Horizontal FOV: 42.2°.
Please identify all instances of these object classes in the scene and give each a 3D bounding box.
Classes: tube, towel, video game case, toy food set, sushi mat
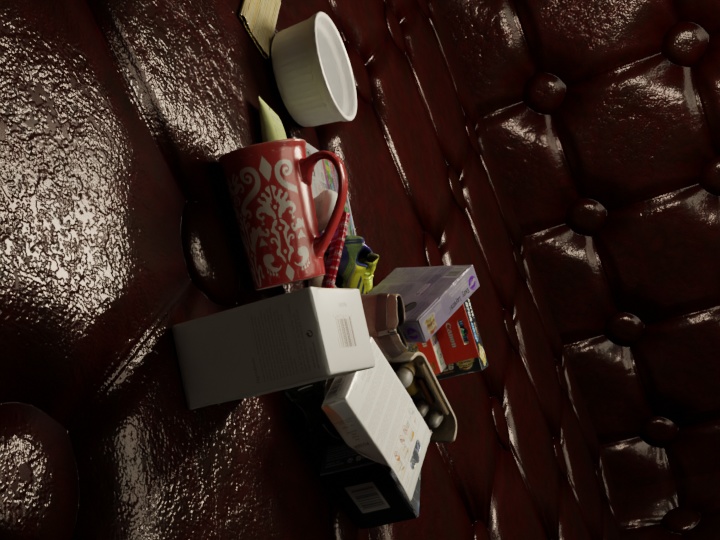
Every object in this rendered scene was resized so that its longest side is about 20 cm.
[{"bbox_3d":[-0.136,-0.186,1.542,0.058,0.052,0.201,129,-47,-58],"label":"tube"},{"bbox_3d":[-0.051,0.014,1.444,0.145,0.022,0.202,143,-40,-84],"label":"towel"},{"bbox_3d":[-0.061,-0.124,1.722,0.182,0.023,0.202,24,51,-64],"label":"video game case"},{"bbox_3d":[0.068,0.223,1.621,0.061,0.143,0.201,-57,130,-43],"label":"toy food set"},{"bbox_3d":[-0.180,-0.475,1.693,0.201,0.012,0.096,-86,152,-45],"label":"sushi mat"}]

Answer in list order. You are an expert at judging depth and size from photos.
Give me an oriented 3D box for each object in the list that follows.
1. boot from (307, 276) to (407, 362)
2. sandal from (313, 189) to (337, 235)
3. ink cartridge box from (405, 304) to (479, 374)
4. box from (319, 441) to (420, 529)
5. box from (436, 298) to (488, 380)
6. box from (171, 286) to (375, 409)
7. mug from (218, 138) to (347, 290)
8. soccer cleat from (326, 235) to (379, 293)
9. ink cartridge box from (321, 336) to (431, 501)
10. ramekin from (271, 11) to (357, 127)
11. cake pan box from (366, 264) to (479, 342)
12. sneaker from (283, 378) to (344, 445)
[{"bbox_3d":[-0.001,0.065,1.551,0.070,0.145,0.202,-2,76,-67],"label":"boot"},{"bbox_3d":[-0.065,-0.076,1.487,0.202,0.049,0.083,169,-64,-72],"label":"sandal"},{"bbox_3d":[0.104,0.138,1.694,0.050,0.199,0.110,-28,100,-70],"label":"ink cartridge box"},{"bbox_3d":[0.023,0.284,1.503,0.149,0.106,0.201,58,24,-34],"label":"box"},{"bbox_3d":[0.123,0.129,1.753,0.046,0.199,0.160,-14,87,-66],"label":"box"},{"bbox_3d":[-0.106,0.096,1.167,0.152,0.199,0.107,4,71,-69],"label":"box"},{"bbox_3d":[-0.111,-0.083,1.358,0.133,0.177,0.202,-11,89,-43],"label":"mug"},{"bbox_3d":[0.000,0.001,1.679,0.200,0.083,0.065,60,19,-59],"label":"soccer cleat"},{"bbox_3d":[0.029,0.224,1.405,0.201,0.050,0.162,61,28,-20],"label":"ink cartridge box"},{"bbox_3d":[-0.086,-0.361,1.714,0.200,0.097,0.202,-14,90,-73],"label":"ramekin"},{"bbox_3d":[0.089,0.055,1.657,0.200,0.183,0.053,-42,120,-42],"label":"cake pan box"},{"bbox_3d":[-0.072,0.171,1.407,0.080,0.073,0.201,-92,164,-57],"label":"sneaker"}]
